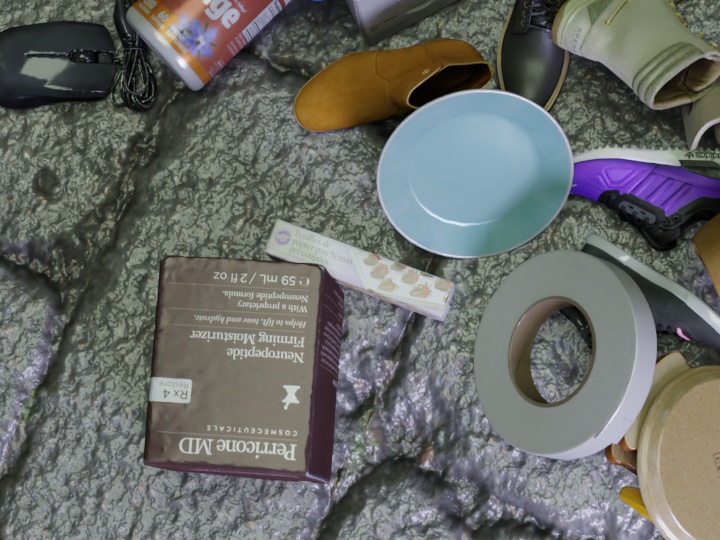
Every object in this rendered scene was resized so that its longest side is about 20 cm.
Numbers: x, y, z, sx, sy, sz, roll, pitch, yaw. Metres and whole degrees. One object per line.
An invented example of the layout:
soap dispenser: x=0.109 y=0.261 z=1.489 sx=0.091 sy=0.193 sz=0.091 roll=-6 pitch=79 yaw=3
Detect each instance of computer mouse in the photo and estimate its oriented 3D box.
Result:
computer mouse: x=-0.322 y=-0.231 z=1.661 sx=0.197 sy=0.053 sz=0.141 roll=-8 pitch=80 yaw=4

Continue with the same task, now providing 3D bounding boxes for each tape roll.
tape roll: x=0.195 y=0.082 z=1.501 sx=0.201 sy=0.037 sz=0.206 roll=-16 pitch=67 yaw=42

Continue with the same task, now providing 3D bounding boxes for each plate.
plate: x=0.114 y=-0.099 z=1.548 sx=0.197 sy=0.202 sz=0.026 roll=-10 pitch=38 yaw=4

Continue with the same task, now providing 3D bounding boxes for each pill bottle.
pill bottle: x=-0.141 y=-0.295 z=1.621 sx=0.200 sy=0.112 sz=0.112 roll=-45 pitch=79 yaw=-2

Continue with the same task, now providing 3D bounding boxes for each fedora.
fedora: x=0.372 y=-0.004 z=1.483 sx=0.081 sy=0.200 sz=0.203 roll=-28 pitch=78 yaw=17

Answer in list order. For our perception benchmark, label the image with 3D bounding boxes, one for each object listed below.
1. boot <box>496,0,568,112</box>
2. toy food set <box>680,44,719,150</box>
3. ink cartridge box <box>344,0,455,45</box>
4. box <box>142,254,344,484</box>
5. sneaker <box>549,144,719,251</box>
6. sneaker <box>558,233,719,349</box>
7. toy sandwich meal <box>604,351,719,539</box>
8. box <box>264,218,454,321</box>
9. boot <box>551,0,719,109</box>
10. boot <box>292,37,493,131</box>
boot: x=0.180 y=-0.266 z=1.570 sx=0.076 sy=0.138 sz=0.203 roll=7 pitch=82 yaw=7
toy food set: x=0.421 y=-0.165 z=1.544 sx=0.197 sy=0.061 sz=0.144 roll=1 pitch=37 yaw=5
ink cartridge box: x=0.022 y=-0.369 z=1.601 sx=0.145 sy=0.146 sz=0.202 roll=-27 pitch=78 yaw=1
box: x=-0.110 y=0.100 z=1.522 sx=0.163 sy=0.164 sz=0.203 roll=3 pitch=80 yaw=6
sneaker: x=0.287 y=-0.070 z=1.560 sx=0.197 sy=0.070 sz=0.101 roll=1 pitch=82 yaw=7
sneaker: x=0.279 y=0.053 z=1.525 sx=0.199 sy=0.071 sz=0.100 roll=34 pitch=90 yaw=33
toy sandwich meal: x=0.327 y=0.183 z=1.503 sx=0.203 sy=0.070 sz=0.208 roll=3 pitch=84 yaw=-26
box: x=0.000 y=0.000 z=1.593 sx=0.198 sy=0.041 sz=0.039 roll=20 pitch=82 yaw=8
boot: x=0.310 y=-0.243 z=1.544 sx=0.199 sy=0.073 sz=0.155 roll=-30 pitch=53 yaw=-25
boot: x=0.030 y=-0.183 z=1.565 sx=0.199 sy=0.144 sz=0.072 roll=-22 pitch=109 yaw=-1
